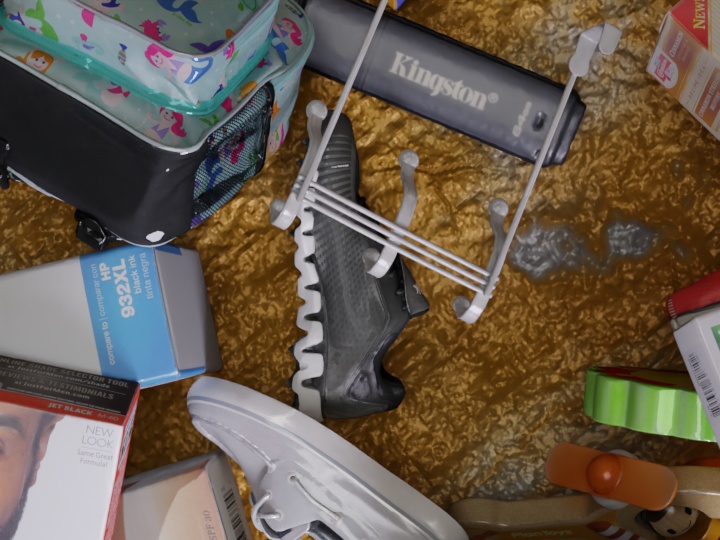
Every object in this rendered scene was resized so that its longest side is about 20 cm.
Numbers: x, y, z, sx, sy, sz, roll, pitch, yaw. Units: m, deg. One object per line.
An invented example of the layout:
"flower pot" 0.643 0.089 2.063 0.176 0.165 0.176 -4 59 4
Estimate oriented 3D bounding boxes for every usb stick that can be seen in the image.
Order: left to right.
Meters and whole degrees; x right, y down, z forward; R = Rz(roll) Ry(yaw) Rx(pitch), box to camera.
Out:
"usb stick" 0.047 -0.125 0.978 0.198 0.033 0.056 23 90 4

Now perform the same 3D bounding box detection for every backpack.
"backpack" -0.123 -0.129 0.905 0.176 0.200 0.152 29 124 13

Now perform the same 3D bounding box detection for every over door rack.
"over door rack" 0.048 -0.089 0.920 0.147 0.067 0.202 26 91 -17

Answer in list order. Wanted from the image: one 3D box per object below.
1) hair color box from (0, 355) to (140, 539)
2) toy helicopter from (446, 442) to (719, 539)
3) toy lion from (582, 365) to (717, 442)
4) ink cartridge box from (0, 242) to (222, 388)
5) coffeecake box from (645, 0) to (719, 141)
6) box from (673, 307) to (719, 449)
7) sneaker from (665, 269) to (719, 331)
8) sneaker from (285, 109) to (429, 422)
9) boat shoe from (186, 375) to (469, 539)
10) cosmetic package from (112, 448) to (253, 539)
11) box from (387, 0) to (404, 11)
"hair color box" -0.198 0.154 0.860 0.110 0.064 0.202 11 108 -3
"toy helicopter" 0.143 0.148 0.928 0.198 0.132 0.080 -8 59 21
"toy lion" 0.232 0.083 0.884 0.189 0.200 0.070 6 91 -14
"ink cartridge box" -0.199 0.044 0.940 0.197 0.145 0.085 -13 88 4
"coffeecake box" 0.295 -0.112 0.899 0.153 0.073 0.200 -39 74 -15
"box" 0.276 0.064 0.778 0.198 0.036 0.146 -18 79 -13
"sneaker" 0.268 -0.026 0.945 0.199 0.077 0.086 -29 80 -7
"sneaker" 0.000 0.000 0.967 0.089 0.066 0.203 2 93 2
"boat shoe" -0.031 0.140 0.938 0.199 0.072 0.069 35 69 -2
"cosmetic package" -0.170 0.193 0.964 0.198 0.087 0.105 -19 89 5
"box" 0.000 -0.262 0.976 0.199 0.041 0.119 39 86 2
